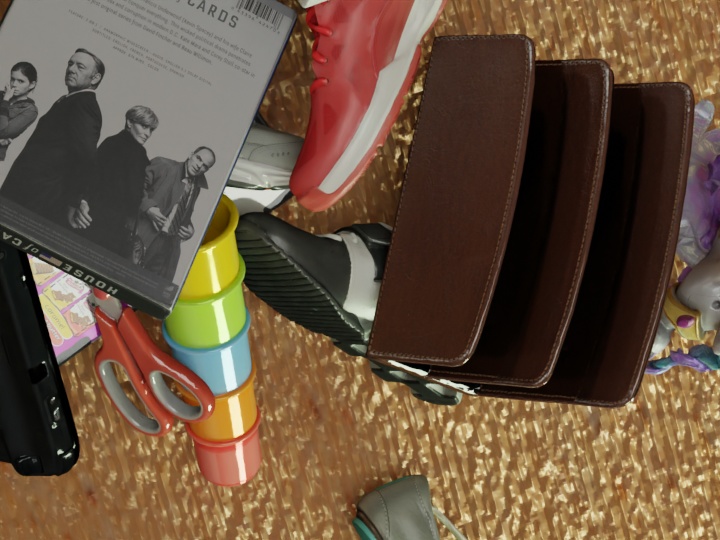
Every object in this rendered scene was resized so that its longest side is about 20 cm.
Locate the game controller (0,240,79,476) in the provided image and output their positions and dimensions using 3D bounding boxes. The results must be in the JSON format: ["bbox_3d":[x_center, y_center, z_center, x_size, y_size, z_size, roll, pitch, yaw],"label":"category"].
[{"bbox_3d":[-0.223,0.032,1.413,0.042,0.104,0.201,-35,128,-34],"label":"game controller"}]

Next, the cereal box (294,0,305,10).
[{"bbox_3d":[0.005,-0.258,1.468,0.144,0.040,0.200,40,89,-12],"label":"cereal box"}]

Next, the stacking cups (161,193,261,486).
[{"bbox_3d":[-0.086,0.047,1.442,0.060,0.061,0.201,-17,129,-9],"label":"stacking cups"}]

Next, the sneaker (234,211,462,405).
[{"bbox_3d":[0.000,0.000,1.480,0.200,0.074,0.089,35,71,-38],"label":"sneaker"}]

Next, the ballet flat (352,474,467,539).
[{"bbox_3d":[0.063,0.220,1.536,0.064,0.067,0.201,-29,103,-13],"label":"ballet flat"}]

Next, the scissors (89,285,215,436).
[{"bbox_3d":[-0.150,0.021,1.406,0.200,0.073,0.014,59,44,-29],"label":"scissors"}]

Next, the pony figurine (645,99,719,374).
[{"bbox_3d":[0.227,-0.011,1.470,0.167,0.200,0.193,48,54,-9],"label":"pony figurine"}]

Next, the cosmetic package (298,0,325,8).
[{"bbox_3d":[-0.030,-0.249,1.300,0.101,0.074,0.201,-22,73,-25],"label":"cosmetic package"}]

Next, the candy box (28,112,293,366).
[{"bbox_3d":[-0.152,-0.050,1.456,0.200,0.061,0.137,-35,103,-4],"label":"candy box"}]

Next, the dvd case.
[{"bbox_3d":[-0.135,-0.093,1.333,0.150,0.025,0.201,27,64,-12],"label":"dvd case"}]

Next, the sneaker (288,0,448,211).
[{"bbox_3d":[-0.021,-0.142,1.362,0.115,0.078,0.201,26,83,-12],"label":"sneaker"}]

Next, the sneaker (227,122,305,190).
[{"bbox_3d":[-0.112,-0.104,1.390,0.199,0.076,0.092,16,89,-14],"label":"sneaker"}]

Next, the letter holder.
[{"bbox_3d":[0.105,-0.029,1.431,0.100,0.142,0.201,22,76,-45],"label":"letter holder"}]
